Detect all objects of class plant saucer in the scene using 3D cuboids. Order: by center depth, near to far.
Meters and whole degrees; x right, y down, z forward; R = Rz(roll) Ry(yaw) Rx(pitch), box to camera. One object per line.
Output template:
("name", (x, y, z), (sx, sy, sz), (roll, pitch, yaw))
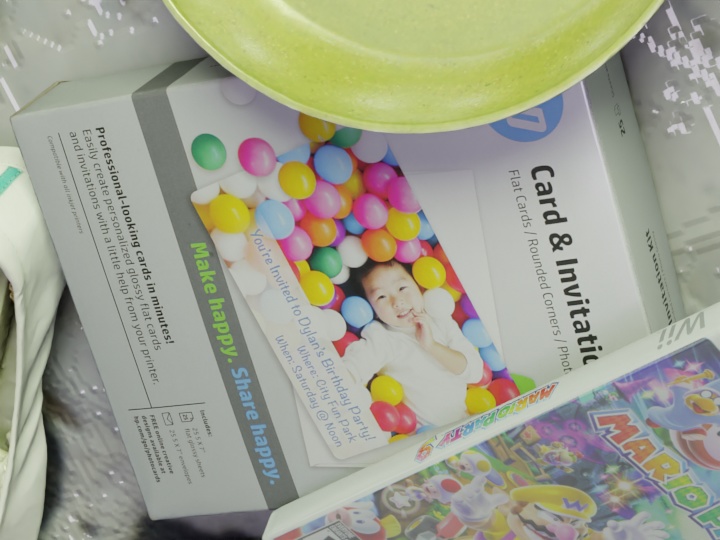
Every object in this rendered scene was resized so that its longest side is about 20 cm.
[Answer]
("plant saucer", (0.016, -0.140, 0.670), (0.200, 0.031, 0.200), (5, 102, 25))

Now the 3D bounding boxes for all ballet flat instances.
("ballet flat", (-0.146, 0.050, 0.832), (0.069, 0.069, 0.200), (22, 121, 11))

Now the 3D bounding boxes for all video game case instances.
("video game case", (0.084, 0.094, 0.750), (0.200, 0.018, 0.143), (-29, 117, 37))

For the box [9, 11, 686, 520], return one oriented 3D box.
("box", (0.000, 0.000, 0.762), (0.200, 0.041, 0.156), (-7, 112, 24))
